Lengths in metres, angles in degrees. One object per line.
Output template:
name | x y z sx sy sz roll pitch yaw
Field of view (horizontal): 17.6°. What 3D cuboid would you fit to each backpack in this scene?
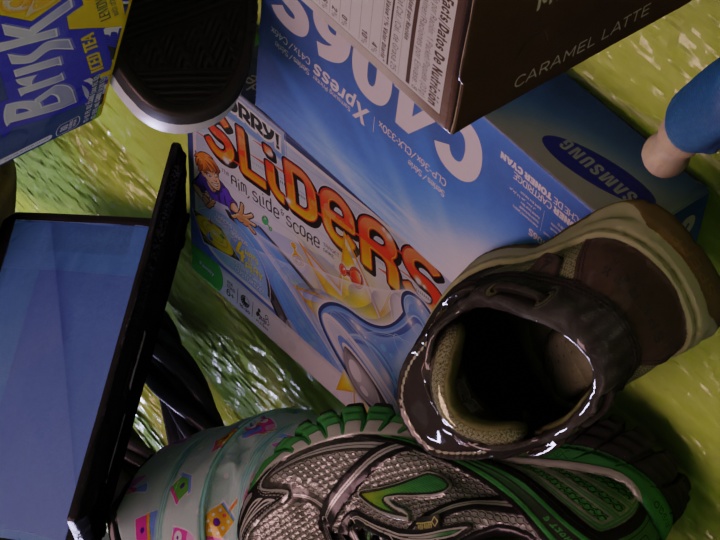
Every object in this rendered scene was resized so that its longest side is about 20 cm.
backpack | -0.026 0.161 1.085 0.126 0.167 0.200 -15 103 36

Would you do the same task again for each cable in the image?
cable | -0.108 0.082 1.245 0.200 0.051 0.163 35 138 43

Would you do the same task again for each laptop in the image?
laptop | -0.151 0.039 1.102 0.103 0.178 0.200 14 165 0

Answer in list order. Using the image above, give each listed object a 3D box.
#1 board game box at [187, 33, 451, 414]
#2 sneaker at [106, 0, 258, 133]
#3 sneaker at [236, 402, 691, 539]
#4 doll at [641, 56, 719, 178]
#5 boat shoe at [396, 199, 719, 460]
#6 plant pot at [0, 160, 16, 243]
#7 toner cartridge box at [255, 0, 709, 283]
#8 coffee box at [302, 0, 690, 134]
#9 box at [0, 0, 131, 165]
board game box | 0.000 0.000 0.996 0.200 0.034 0.136 40 146 32
sneaker | -0.101 -0.119 0.966 0.121 0.083 0.200 111 147 -57
sneaker | 0.027 0.104 0.927 0.200 0.085 0.078 -7 125 38
doll | 0.144 -0.019 0.732 0.136 0.048 0.200 27 138 44
boat shoe | 0.052 0.031 0.818 0.072 0.066 0.201 58 152 1
plant pot | -0.269 -0.101 1.208 0.200 0.200 0.175 35 124 37
toner cartridge box | 0.039 -0.048 0.879 0.200 0.043 0.095 42 148 29
coffee box | 0.009 -0.151 0.759 0.200 0.114 0.080 43 148 26
box | -0.122 -0.112 0.815 0.064 0.070 0.200 54 154 14
